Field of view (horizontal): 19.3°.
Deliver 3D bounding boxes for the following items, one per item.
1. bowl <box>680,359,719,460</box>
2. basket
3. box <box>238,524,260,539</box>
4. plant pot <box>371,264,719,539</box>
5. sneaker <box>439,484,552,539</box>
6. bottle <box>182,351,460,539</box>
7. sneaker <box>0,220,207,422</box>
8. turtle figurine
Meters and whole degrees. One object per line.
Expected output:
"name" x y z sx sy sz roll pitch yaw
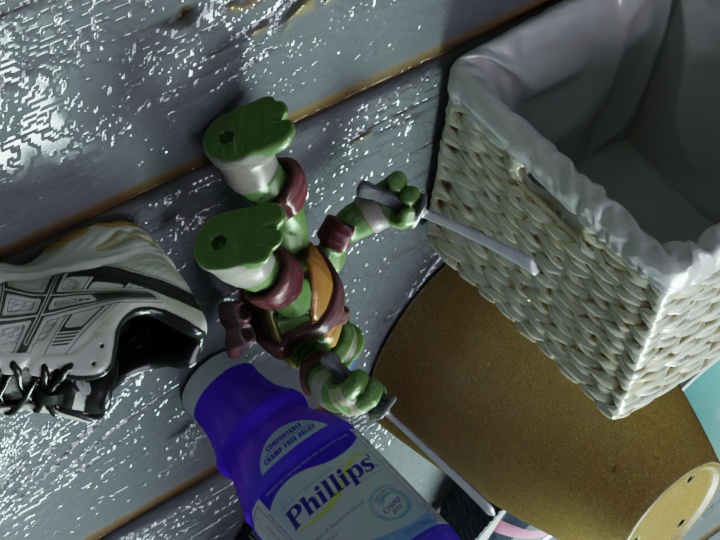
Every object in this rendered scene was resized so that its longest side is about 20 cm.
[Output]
"bowl" 0.226 0.092 1.614 0.200 0.105 0.202 -32 148 -24
"basket" 0.170 -0.050 1.269 0.199 0.198 0.162 -28 149 -31
"box" 0.005 0.233 1.393 0.079 0.200 0.142 -5 133 -50
"plant pot" 0.137 0.099 1.407 0.186 0.200 0.187 -33 150 -22
"sneaker" 0.141 0.156 1.562 0.081 0.071 0.200 14 143 -32
"bottle" -0.026 0.126 1.218 0.083 0.200 0.066 -34 150 -19
"sneaker" -0.163 0.040 1.047 0.199 0.088 0.076 -25 147 -31
"turtle figurine" 0.000 0.000 1.141 0.145 0.199 0.194 -56 145 -14
